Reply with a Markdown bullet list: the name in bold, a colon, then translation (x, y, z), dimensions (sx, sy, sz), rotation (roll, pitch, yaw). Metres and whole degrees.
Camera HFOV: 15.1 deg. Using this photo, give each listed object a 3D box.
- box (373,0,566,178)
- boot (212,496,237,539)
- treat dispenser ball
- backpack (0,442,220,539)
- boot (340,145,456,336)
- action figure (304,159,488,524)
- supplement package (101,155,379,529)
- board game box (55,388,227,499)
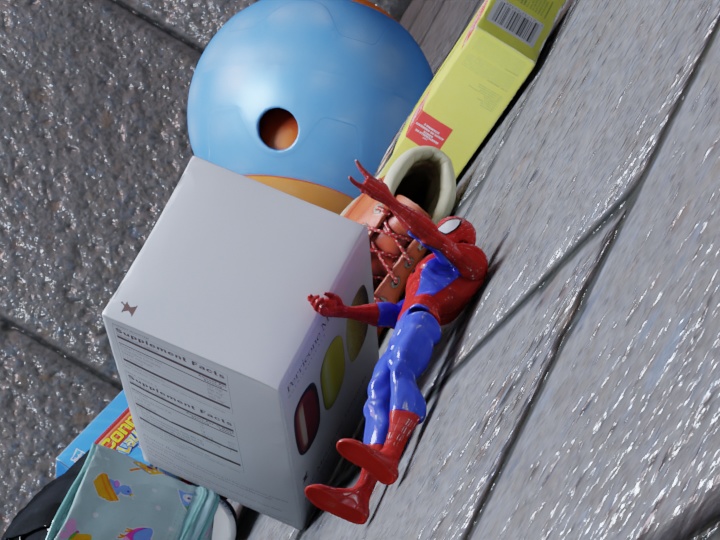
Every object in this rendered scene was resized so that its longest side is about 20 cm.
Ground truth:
- **box**: translation (0.070, -0.116, 1.862), dimensions (0.200, 0.050, 0.075), rotation (-54, 6, 50)
- **boot**: translation (-0.150, 0.247, 1.934), dimensions (0.200, 0.073, 0.090), rotation (-53, -5, -1)
- **treat dispenser ball**: translation (-0.037, -0.123, 2.153), dimensions (0.201, 0.201, 0.201), rotation (-59, 4, 7)
- **backpack**: translation (-0.143, 0.197, 1.525), dimensions (0.200, 0.153, 0.176), rotation (108, -173, -61)
- **boot**: translation (0.000, 0.000, 1.778), dimensions (0.107, 0.075, 0.200), rotation (-47, 11, 50)
- **action figure**: translation (0.004, 0.026, 1.395), dimensions (0.065, 0.099, 0.200), rotation (-54, 5, 44)
- **supplement package**: translation (-0.062, 0.044, 1.532), dimensions (0.114, 0.109, 0.200), rotation (-62, -14, -22)
- **board game box**: translation (-0.139, 0.134, 1.976), dimensions (0.196, 0.056, 0.200), rotation (-47, -17, -29)
